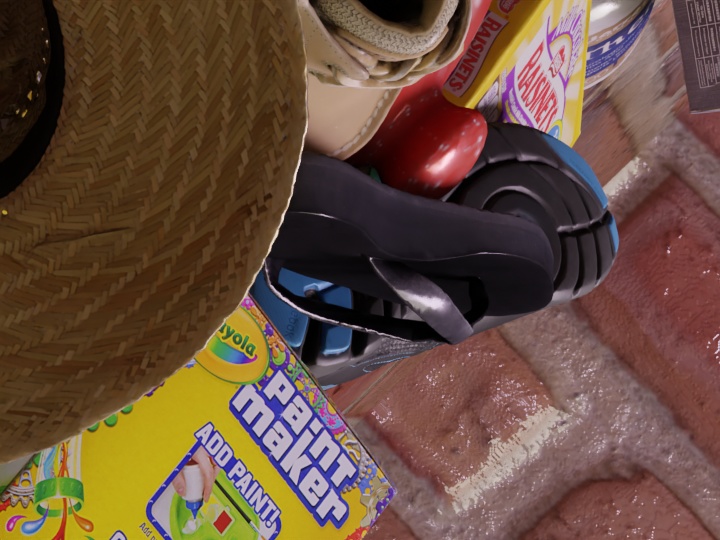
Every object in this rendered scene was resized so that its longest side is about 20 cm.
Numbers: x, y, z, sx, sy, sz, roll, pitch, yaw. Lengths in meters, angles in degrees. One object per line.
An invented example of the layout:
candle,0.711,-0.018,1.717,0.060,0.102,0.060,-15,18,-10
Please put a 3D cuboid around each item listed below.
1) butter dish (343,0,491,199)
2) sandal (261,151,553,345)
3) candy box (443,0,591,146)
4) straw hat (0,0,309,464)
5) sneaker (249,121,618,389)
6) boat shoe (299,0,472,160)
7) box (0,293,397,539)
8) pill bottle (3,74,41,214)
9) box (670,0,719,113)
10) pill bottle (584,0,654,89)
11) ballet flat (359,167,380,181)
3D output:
butter dish,-0.018,-0.083,1.009,0.200,0.148,0.199,-43,174,-4
sandal,-0.001,0.000,0.980,0.076,0.043,0.200,-7,169,30
candy box,0.059,-0.065,1.221,0.103,0.026,0.200,-57,167,-18
straw hat,-0.111,-0.060,0.679,0.201,0.201,0.085,-45,-157,15
sneaker,0.012,-0.002,1.119,0.199,0.074,0.082,-15,170,-40
boat shoe,-0.003,-0.082,0.854,0.072,0.065,0.200,-18,152,-19
box,-0.132,0.094,1.017,0.199,0.122,0.193,5,-131,52
pill bottle,-0.141,-0.014,0.828,0.112,0.112,0.200,-45,-179,15
box,0.156,-0.172,1.270,0.048,0.201,0.158,-9,-176,15
pill bottle,0.081,-0.147,1.316,0.111,0.111,0.200,-43,173,-4
ballet flat,0.024,-0.133,1.153,0.201,0.073,0.073,-62,170,8
